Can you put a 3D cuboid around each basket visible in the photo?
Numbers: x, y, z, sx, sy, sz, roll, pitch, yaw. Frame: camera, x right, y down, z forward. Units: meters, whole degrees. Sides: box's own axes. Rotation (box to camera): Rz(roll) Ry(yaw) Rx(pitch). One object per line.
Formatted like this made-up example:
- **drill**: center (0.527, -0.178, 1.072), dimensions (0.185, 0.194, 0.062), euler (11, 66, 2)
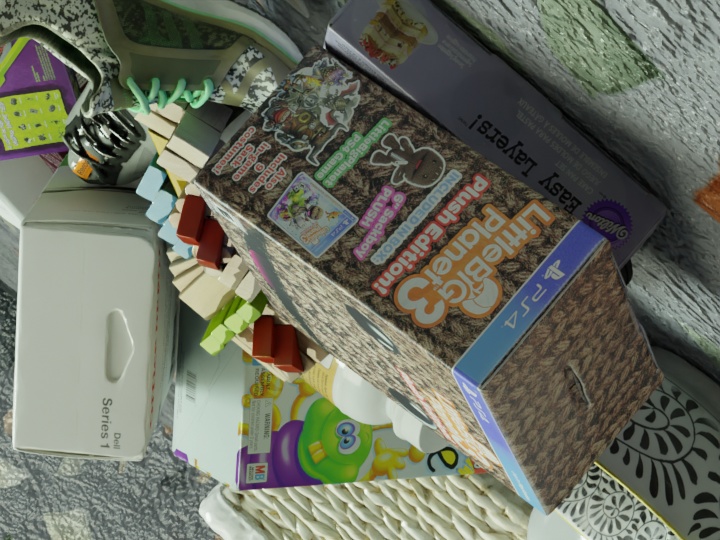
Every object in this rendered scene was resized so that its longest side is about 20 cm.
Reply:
- **basket**: center (0.022, 0.161, 1.978), dimensions (0.198, 0.161, 0.200), euler (41, -165, 1)

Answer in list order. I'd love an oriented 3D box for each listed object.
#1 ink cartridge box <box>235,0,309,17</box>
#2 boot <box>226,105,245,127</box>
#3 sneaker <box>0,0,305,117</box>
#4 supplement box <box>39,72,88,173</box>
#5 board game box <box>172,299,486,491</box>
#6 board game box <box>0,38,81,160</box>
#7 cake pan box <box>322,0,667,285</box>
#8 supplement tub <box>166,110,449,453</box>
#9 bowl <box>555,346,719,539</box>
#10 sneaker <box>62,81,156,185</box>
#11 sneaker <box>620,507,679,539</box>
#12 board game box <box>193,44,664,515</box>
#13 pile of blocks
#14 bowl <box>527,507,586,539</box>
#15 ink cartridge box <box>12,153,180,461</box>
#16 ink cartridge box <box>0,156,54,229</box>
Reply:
- **ink cartridge box**: center (-0.128, -0.194, 1.539), dimensions (0.200, 0.068, 0.117), euler (35, 167, 29)
- **boot**: center (-0.070, -0.078, 1.815), dimensions (0.175, 0.066, 0.200), euler (43, 174, 47)
- **sneaker**: center (-0.111, -0.107, 1.460), dimensions (0.199, 0.089, 0.077), euler (29, 160, -5)
- **supplement box**: center (-0.168, -0.104, 1.918), dimensions (0.061, 0.109, 0.200), euler (33, 165, 40)
- **board game box**: center (-0.008, 0.074, 1.780), dimensions (0.199, 0.106, 0.103), euler (-2, -168, -28)
- **board game box**: center (-0.234, -0.130, 1.634), dimensions (0.200, 0.119, 0.032), euler (80, 179, -57)
- **cake pan box**: center (0.064, -0.057, 1.454), dimensions (0.200, 0.052, 0.184), euler (41, 171, 2)
- **supplement tub**: center (0.000, 0.000, 1.642), dimensions (0.200, 0.145, 0.145), euler (38, 168, 18)
- **bowl**: center (0.168, 0.106, 1.600), dimensions (0.201, 0.094, 0.201), euler (40, 169, 9)
- **sneaker**: center (-0.133, -0.085, 1.609), dimensions (0.074, 0.079, 0.200), euler (49, 171, 2)
- **sneaker**: center (0.199, 0.150, 1.731), dimensions (0.200, 0.070, 0.100), euler (36, 173, 34)
- **board game box**: center (0.037, 0.006, 1.406), dimensions (0.200, 0.097, 0.160), euler (36, 168, 30)
- **pile of blocks**: center (-0.083, -0.009, 1.525), dimensions (0.082, 0.062, 0.201), euler (-15, 119, 26)
- **bowl**: center (0.178, 0.210, 1.799), dimensions (0.201, 0.091, 0.201), euler (34, -169, -8)
- **ink cartridge box**: center (-0.158, 0.018, 1.708), dimensions (0.084, 0.147, 0.200), euler (4, -167, 2)
- **ink cartridge box**: center (-0.251, -0.144, 1.952), dimensions (0.085, 0.145, 0.200), euler (27, 161, 52)
